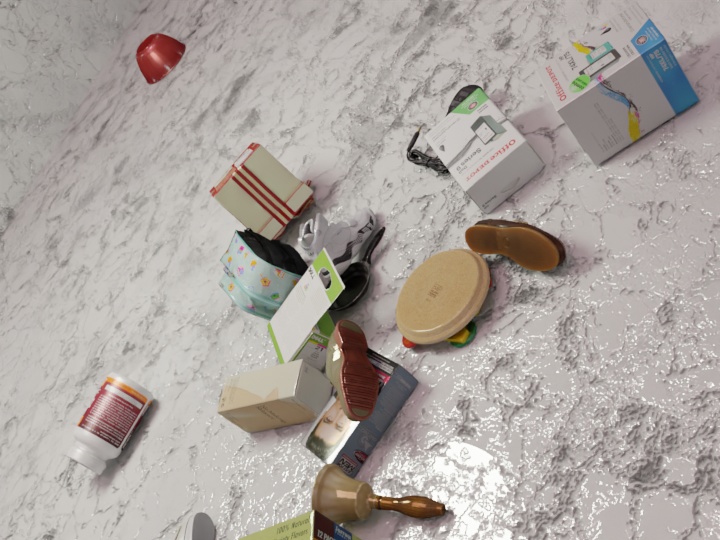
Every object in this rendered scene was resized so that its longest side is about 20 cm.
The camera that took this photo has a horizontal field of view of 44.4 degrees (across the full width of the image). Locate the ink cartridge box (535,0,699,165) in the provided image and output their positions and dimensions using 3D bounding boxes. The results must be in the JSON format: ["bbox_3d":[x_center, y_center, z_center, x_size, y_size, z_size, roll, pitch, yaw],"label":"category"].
[{"bbox_3d":[0.429,-0.313,1.488,0.199,0.146,0.147,-33,37,19],"label":"ink cartridge box"}]

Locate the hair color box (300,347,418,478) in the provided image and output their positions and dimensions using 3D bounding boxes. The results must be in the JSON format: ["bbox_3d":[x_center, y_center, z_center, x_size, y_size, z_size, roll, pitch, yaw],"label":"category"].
[{"bbox_3d":[-0.003,0.238,1.480,0.201,0.061,0.099,-55,35,-10],"label":"hair color box"}]

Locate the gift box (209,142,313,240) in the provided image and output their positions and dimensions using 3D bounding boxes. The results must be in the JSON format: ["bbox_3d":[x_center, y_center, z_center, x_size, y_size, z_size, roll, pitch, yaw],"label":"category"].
[{"bbox_3d":[-0.218,-0.177,2.014,0.185,0.187,0.200,-47,15,3],"label":"gift box"}]

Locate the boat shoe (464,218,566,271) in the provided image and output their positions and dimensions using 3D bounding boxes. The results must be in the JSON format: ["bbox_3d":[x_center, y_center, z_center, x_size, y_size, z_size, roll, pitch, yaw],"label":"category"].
[{"bbox_3d":[0.267,-0.052,1.474,0.070,0.071,0.199,-19,27,-35],"label":"boat shoe"}]

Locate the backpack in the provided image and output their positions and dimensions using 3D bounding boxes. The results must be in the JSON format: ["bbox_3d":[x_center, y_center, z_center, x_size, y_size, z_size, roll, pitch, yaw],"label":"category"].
[{"bbox_3d":[-0.185,0.017,1.794,0.200,0.175,0.154,29,95,56],"label":"backpack"}]

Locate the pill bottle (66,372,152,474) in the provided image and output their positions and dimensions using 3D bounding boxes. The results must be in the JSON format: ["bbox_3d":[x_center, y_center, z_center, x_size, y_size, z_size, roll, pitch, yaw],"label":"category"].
[{"bbox_3d":[-0.548,0.333,1.916,0.112,0.113,0.201,4,58,48],"label":"pill bottle"}]

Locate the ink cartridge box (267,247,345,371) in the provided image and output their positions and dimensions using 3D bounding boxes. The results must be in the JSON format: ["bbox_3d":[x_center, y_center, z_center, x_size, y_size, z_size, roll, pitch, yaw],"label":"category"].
[{"bbox_3d":[-0.080,0.083,1.661,0.200,0.075,0.148,-53,33,16],"label":"ink cartridge box"}]

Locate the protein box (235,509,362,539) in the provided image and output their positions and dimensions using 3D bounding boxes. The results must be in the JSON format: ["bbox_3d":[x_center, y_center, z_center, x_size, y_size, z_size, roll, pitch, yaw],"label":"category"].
[{"bbox_3d":[-0.103,0.491,1.274,0.198,0.135,0.201,-28,40,26],"label":"protein box"}]

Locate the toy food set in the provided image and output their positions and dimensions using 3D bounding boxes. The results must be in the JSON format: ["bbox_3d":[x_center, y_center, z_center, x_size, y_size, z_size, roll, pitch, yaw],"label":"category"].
[{"bbox_3d":[0.140,0.048,1.526,0.199,0.049,0.199,4,60,48],"label":"toy food set"}]

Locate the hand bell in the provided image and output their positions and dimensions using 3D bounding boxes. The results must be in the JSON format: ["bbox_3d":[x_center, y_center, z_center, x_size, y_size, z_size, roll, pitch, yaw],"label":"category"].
[{"bbox_3d":[0.035,0.349,1.328,0.199,0.104,0.105,-4,52,30],"label":"hand bell"}]

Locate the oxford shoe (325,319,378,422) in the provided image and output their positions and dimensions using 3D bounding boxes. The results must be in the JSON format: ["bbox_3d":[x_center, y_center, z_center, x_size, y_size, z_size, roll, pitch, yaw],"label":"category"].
[{"bbox_3d":[-0.018,0.178,1.463,0.074,0.070,0.201,-55,27,34],"label":"oxford shoe"}]

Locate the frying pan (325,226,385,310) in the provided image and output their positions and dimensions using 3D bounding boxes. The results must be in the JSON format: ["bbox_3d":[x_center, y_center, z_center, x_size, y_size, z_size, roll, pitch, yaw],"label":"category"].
[{"bbox_3d":[-0.013,0.004,1.745,0.114,0.031,0.191,-12,45,41],"label":"frying pan"}]

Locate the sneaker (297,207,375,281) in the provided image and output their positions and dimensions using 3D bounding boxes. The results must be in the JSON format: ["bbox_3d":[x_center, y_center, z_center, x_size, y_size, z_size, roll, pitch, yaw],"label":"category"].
[{"bbox_3d":[-0.049,-0.083,1.768,0.075,0.115,0.201,-28,24,48],"label":"sneaker"}]

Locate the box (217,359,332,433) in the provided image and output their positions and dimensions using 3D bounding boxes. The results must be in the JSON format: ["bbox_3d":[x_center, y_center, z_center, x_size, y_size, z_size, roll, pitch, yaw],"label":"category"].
[{"bbox_3d":[-0.157,0.233,1.621,0.199,0.095,0.078,-18,45,37],"label":"box"}]

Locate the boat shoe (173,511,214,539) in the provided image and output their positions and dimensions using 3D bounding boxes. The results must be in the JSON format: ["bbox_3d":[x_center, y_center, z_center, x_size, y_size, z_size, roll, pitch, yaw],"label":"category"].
[{"bbox_3d":[-0.305,0.514,1.521,0.065,0.072,0.201,-32,37,27],"label":"boat shoe"}]

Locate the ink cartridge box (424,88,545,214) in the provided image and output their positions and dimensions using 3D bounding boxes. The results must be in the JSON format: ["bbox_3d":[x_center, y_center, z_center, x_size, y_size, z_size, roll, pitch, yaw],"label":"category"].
[{"bbox_3d":[0.229,-0.225,1.648,0.146,0.084,0.201,-41,43,11],"label":"ink cartridge box"}]

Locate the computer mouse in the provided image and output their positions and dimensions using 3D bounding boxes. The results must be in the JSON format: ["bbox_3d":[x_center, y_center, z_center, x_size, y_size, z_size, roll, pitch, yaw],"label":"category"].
[{"bbox_3d":[0.178,-0.290,1.820,0.140,0.046,0.201,17,80,44],"label":"computer mouse"}]

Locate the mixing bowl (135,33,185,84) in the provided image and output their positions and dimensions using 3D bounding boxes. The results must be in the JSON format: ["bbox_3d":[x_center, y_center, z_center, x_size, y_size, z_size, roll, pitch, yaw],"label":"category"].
[{"bbox_3d":[-0.753,-0.798,3.245,0.199,0.108,0.201,-28,38,25],"label":"mixing bowl"}]
